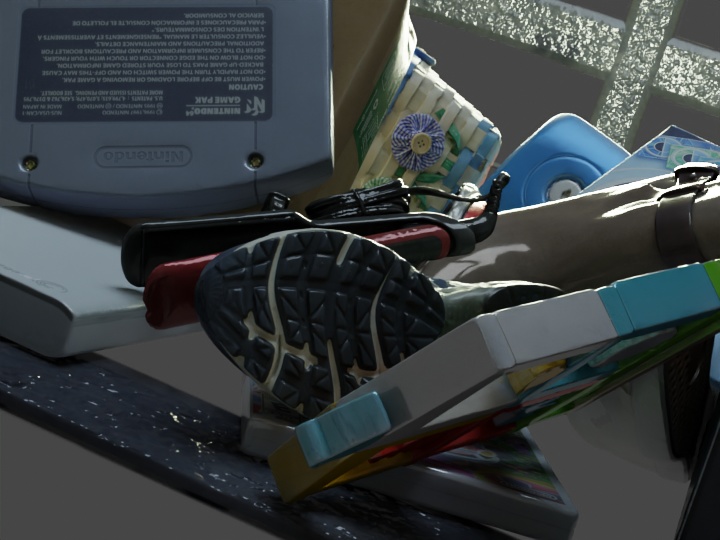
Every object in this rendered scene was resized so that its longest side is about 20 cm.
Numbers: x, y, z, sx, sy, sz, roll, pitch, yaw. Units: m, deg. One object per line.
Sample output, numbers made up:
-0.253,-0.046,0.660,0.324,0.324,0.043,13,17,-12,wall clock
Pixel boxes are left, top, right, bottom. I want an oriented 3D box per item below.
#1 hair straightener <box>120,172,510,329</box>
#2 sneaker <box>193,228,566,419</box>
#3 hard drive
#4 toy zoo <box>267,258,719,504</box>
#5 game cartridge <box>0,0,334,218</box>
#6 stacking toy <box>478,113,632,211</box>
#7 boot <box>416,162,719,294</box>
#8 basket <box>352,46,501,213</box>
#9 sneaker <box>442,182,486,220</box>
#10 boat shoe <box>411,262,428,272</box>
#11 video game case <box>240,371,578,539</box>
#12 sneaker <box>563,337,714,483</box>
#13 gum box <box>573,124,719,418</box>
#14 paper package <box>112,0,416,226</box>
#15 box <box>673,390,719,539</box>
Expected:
-0.020,-0.026,0.717,0.198,0.041,0.077,-16,39,-22,hair straightener
0.002,0.031,0.661,0.199,0.079,0.086,14,-8,-39,sneaker
-0.144,0.000,0.743,0.131,0.027,0.200,22,9,18,hard drive
0.053,0.041,0.557,0.198,0.131,0.021,-11,72,-40,toy zoo
-0.113,-0.095,0.802,0.197,0.135,0.042,0,-15,-1,game cartridge
0.157,-0.012,1.138,0.110,0.116,0.200,42,-12,23,stacking toy
0.129,-0.009,0.771,0.145,0.071,0.199,-10,13,46,boot
-0.004,-0.098,1.118,0.198,0.178,0.139,29,6,5,basket
0.088,0.004,0.964,0.085,0.077,0.200,34,2,19,sneaker
0.000,0.000,0.795,0.070,0.064,0.199,24,11,32,boat shoe
0.014,0.065,0.701,0.142,0.018,0.200,17,9,-7,video game case
0.123,0.052,0.728,0.084,0.073,0.200,18,-19,19,sneaker
0.200,0.001,0.901,0.169,0.045,0.199,30,45,31,gum box
-0.084,-0.108,0.881,0.189,0.202,0.104,22,-17,9,paper package
0.243,0.097,0.643,0.198,0.125,0.198,20,9,14,box
